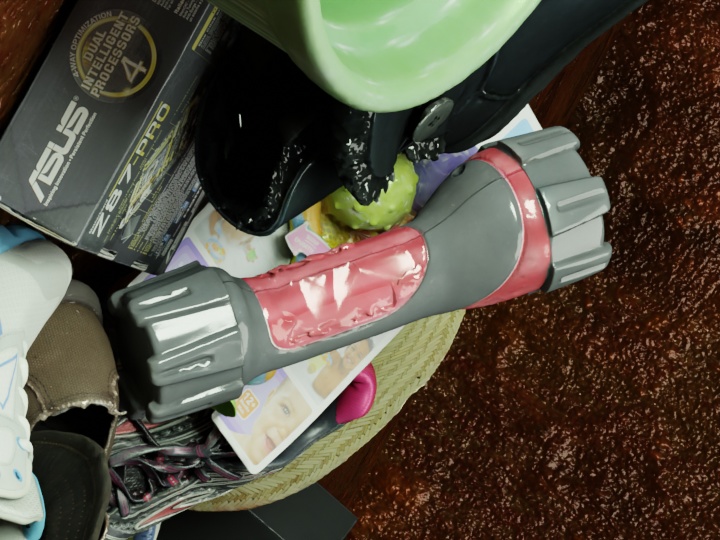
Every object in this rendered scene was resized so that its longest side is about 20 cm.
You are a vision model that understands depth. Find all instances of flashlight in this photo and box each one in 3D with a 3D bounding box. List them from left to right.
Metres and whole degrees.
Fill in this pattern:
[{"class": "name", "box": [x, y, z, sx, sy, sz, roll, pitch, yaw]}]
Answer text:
[{"class": "flashlight", "box": [0.000, 0.000, 1.026, 0.200, 0.068, 0.068, -18, -173, -22]}]

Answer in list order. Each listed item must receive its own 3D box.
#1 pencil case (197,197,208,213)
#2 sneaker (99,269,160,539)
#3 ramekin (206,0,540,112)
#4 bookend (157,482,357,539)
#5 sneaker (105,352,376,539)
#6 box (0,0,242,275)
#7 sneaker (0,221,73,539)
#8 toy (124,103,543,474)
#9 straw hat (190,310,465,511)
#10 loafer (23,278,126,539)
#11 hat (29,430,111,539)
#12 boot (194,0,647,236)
[{"class": "pencil case", "box": [-0.012, -0.094, 1.153, 0.200, 0.089, 0.078, -63, 173, 23]}, {"class": "sneaker", "box": [-0.110, 0.085, 1.237, 0.200, 0.075, 0.088, -62, 174, 17]}, {"class": "ramekin", "box": [0.006, -0.158, 0.803, 0.200, 0.098, 0.200, -45, 151, -32]}, {"class": "bookend", "box": [-0.058, 0.197, 1.406, 0.200, 0.199, 0.092, -50, 177, 23]}, {"class": "sneaker", "box": [-0.086, 0.072, 1.127, 0.200, 0.075, 0.081, -33, 125, -22]}, {"class": "box", "box": [-0.059, -0.098, 0.968, 0.200, 0.049, 0.161, -61, 175, 1]}, {"class": "sneaker", "box": [-0.138, 0.059, 0.888, 0.200, 0.087, 0.075, -55, 169, -50]}, {"class": "toy", "box": [0.006, -0.015, 1.091, 0.200, 0.047, 0.115, -44, 126, -15]}, {"class": "straw hat", "box": [-0.053, 0.015, 1.297, 0.201, 0.201, 0.085, -57, 131, -24]}, {"class": "loafer", "box": [-0.138, 0.098, 1.020, 0.073, 0.071, 0.200, -5, 130, -25]}, {"class": "hat", "box": [-0.136, 0.147, 0.924, 0.201, 0.081, 0.201, -36, -151, 23]}, {"class": "boot", "box": [0.038, -0.100, 0.947, 0.200, 0.076, 0.168, -49, 168, 32]}]
